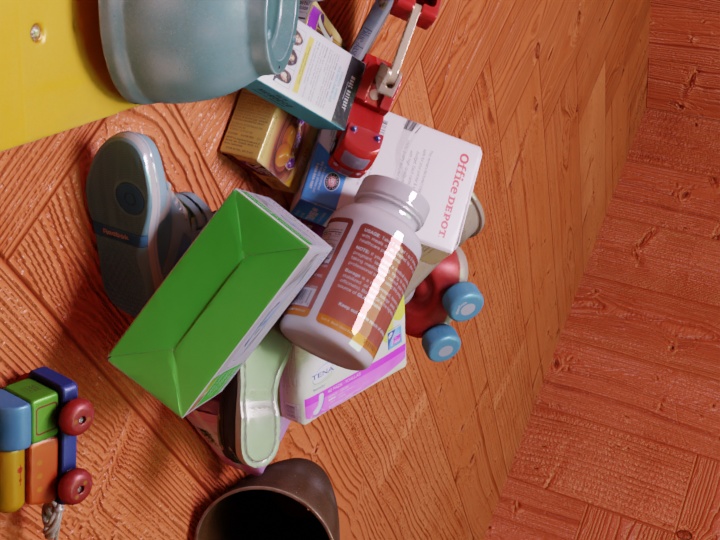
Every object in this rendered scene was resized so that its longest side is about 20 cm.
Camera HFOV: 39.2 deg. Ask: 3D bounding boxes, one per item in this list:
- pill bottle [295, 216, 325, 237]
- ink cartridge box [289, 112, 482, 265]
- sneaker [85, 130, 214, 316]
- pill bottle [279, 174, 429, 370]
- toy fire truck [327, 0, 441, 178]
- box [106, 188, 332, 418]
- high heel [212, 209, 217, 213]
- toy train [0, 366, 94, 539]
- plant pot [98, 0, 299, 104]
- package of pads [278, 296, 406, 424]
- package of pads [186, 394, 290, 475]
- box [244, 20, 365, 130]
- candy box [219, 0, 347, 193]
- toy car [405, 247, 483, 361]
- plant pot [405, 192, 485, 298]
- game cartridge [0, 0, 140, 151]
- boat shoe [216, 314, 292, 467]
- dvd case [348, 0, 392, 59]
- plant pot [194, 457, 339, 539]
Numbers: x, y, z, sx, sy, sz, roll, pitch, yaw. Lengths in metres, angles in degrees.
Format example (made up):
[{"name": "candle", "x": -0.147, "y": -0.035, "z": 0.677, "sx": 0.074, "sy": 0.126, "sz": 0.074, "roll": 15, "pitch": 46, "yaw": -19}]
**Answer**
[{"name": "pill bottle", "x": -0.035, "y": -0.059, "z": 1.328, "sx": 0.112, "sy": 0.112, "sz": 0.201, "roll": 18, "pitch": 87, "yaw": -68}, {"name": "ink cartridge box", "x": 0.031, "y": -0.109, "z": 1.244, "sx": 0.084, "sy": 0.199, "sz": 0.147, "roll": 141, "pitch": -32, "yaw": -71}, {"name": "sneaker", "x": -0.196, "y": -0.066, "z": 0.989, "sx": 0.131, "sy": 0.079, "sz": 0.201, "roll": -46, "pitch": 154, "yaw": -46}, {"name": "pill bottle", "x": 0.000, "y": 0.000, "z": 1.120, "sx": 0.201, "sy": 0.112, "sz": 0.112, "roll": -64, "pitch": 155, "yaw": -17}, {"name": "toy fire truck", "x": 0.026, "y": -0.215, "z": 1.147, "sx": 0.141, "sy": 0.049, "sz": 0.201, "roll": 142, "pitch": -33, "yaw": -67}, {"name": "box", "x": -0.133, "y": 0.027, "z": 0.997, "sx": 0.200, "sy": 0.097, "sz": 0.176, "roll": -52, "pitch": 176, "yaw": 3}, {"name": "high heel", "x": -0.142, "y": 0.042, "z": 1.182, "sx": 0.142, "sy": 0.071, "sz": 0.201, "roll": 29, "pitch": 68, "yaw": -60}, {"name": "toy train", "x": -0.307, "y": 0.196, "z": 0.895, "sx": 0.116, "sy": 0.084, "sz": 0.201, "roll": -19, "pitch": 122, "yaw": -52}, {"name": "plant pot", "x": -0.129, "y": -0.240, "z": 0.898, "sx": 0.200, "sy": 0.133, "sz": 0.201, "roll": 9, "pitch": 90, "yaw": -82}, {"name": "package of pads", "x": -0.027, "y": 0.078, "z": 1.244, "sx": 0.200, "sy": 0.068, "sz": 0.155, "roll": -26, "pitch": 123, "yaw": -40}, {"name": "package of pads", "x": -0.148, "y": 0.159, "z": 1.246, "sx": 0.200, "sy": 0.075, "sz": 0.121, "roll": 69, "pitch": 39, "yaw": -55}, {"name": "box", "x": -0.087, "y": -0.226, "z": 1.083, "sx": 0.200, "sy": 0.049, "sz": 0.083, "roll": 24, "pitch": 80, "yaw": -44}, {"name": "candy box", "x": -0.087, "y": -0.205, "z": 1.187, "sx": 0.201, "sy": 0.056, "sz": 0.117, "roll": -70, "pitch": 157, "yaw": -9}, {"name": "toy car", "x": 0.057, "y": 0.030, "z": 1.599, "sx": 0.199, "sy": 0.185, "sz": 0.177, "roll": 1, "pitch": 132, "yaw": -28}, {"name": "plant pot", "x": 0.046, "y": -0.051, "z": 1.460, "sx": 0.184, "sy": 0.200, "sz": 0.201, "roll": -52, "pitch": 151, "yaw": -20}, {"name": "game cartridge", "x": -0.248, "y": -0.207, "z": 0.843, "sx": 0.200, "sy": 0.032, "sz": 0.177, "roll": -40, "pitch": 139, "yaw": -59}, {"name": "boat shoe", "x": -0.123, "y": 0.114, "z": 1.126, "sx": 0.072, "sy": 0.060, "sz": 0.202, "roll": 12, "pitch": 81, "yaw": -41}, {"name": "dvd case", "x": 0.017, "y": -0.308, "z": 1.271, "sx": 0.200, "sy": 0.017, "sz": 0.143, "roll": -58, "pitch": -177, "yaw": 38}, {"name": "plant pot", "x": -0.102, "y": 0.335, "z": 1.363, "sx": 0.200, "sy": 0.186, "sz": 0.188, "roll": -51, "pitch": 151, "yaw": -73}]
